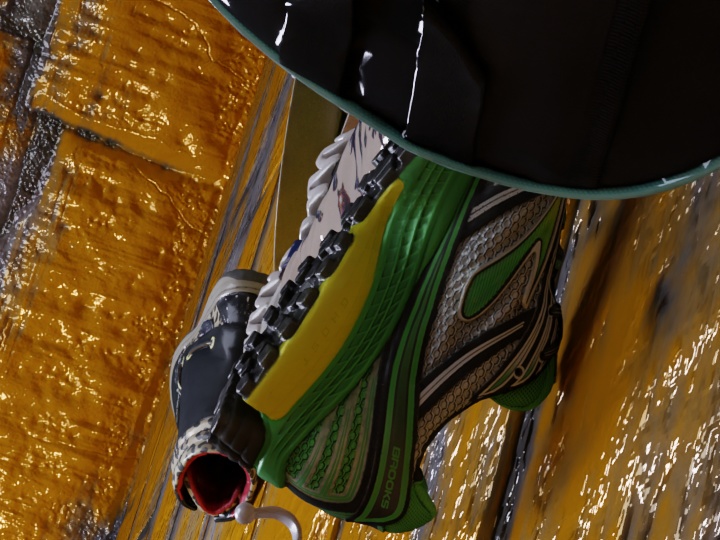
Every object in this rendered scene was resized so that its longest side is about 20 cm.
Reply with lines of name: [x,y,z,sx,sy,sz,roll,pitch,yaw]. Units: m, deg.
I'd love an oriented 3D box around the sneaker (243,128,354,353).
sneaker: [0.000,0.000,0.952,0.081,0.075,0.201,-46,26,54]

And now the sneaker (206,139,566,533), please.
sneaker: [0.038,-0.009,0.654,0.201,0.085,0.078,-55,8,4]

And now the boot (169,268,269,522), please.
boot: [-0.104,0.113,1.449,0.204,0.073,0.155,115,168,-51]

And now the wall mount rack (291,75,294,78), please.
wall mount rack: [0.000,-0.235,1.458,0.200,0.074,0.175,-63,-23,-60]

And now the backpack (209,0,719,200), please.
backpack: [0.053,-0.124,0.438,0.153,0.175,0.201,-50,-16,-59]

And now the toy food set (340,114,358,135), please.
toy food set: [0.022,-0.148,1.160,0.200,0.060,0.144,-85,15,-70]

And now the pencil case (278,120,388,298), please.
pencil case: [0.028,-0.038,0.780,0.200,0.077,0.090,117,155,-51]

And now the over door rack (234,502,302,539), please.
over door rack: [-0.090,0.233,1.046,0.148,0.066,0.201,116,170,-53]

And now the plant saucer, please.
plant saucer: [-0.022,-0.080,1.319,0.200,0.031,0.202,8,-90,-86]
